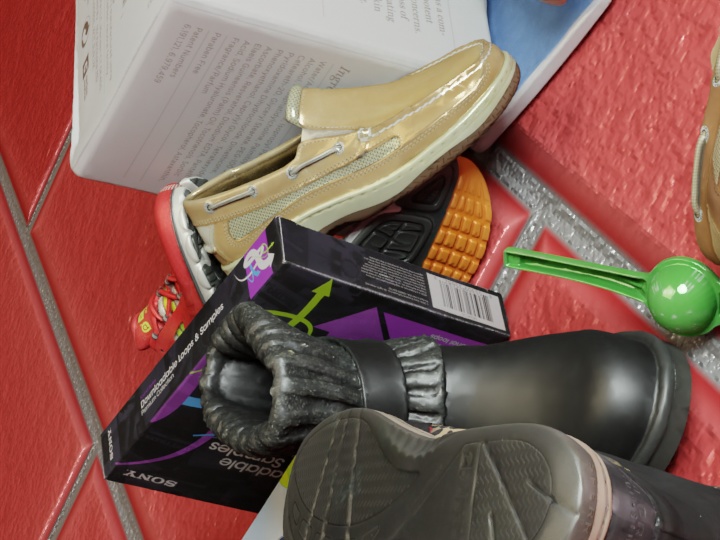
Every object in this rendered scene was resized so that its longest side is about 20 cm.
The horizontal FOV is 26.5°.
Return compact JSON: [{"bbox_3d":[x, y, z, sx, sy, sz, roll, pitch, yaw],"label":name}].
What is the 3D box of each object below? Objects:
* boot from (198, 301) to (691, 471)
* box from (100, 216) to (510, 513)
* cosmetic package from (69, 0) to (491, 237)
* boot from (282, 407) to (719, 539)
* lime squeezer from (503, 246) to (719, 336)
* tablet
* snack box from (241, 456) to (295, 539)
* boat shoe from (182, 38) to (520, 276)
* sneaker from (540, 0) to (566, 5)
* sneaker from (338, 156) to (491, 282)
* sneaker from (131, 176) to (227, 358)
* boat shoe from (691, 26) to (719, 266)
[{"bbox_3d":[0.031,0.059,0.703,0.211,0.157,0.080,-20,56,55],"label":"boot"},{"bbox_3d":[-0.034,0.064,0.830,0.200,0.142,0.036,-48,37,37],"label":"box"},{"bbox_3d":[-0.050,-0.144,0.900,0.166,0.199,0.168,-49,36,46],"label":"cosmetic package"},{"bbox_3d":[0.071,0.104,0.613,0.200,0.150,0.074,-15,62,55],"label":"boot"},{"bbox_3d":[0.133,0.025,0.644,0.070,0.038,0.200,-28,29,-9],"label":"lime squeezer"},{"bbox_3d":[0.085,-0.176,0.900,0.130,0.014,0.201,-50,36,33],"label":"tablet"},{"bbox_3d":[-0.008,0.199,0.782,0.169,0.067,0.200,-57,32,24],"label":"snack box"},{"bbox_3d":[-0.011,-0.068,0.810,0.200,0.076,0.072,-35,16,17],"label":"boat shoe"},{"bbox_3d":[0.065,-0.209,0.834,0.201,0.087,0.076,-102,17,-48],"label":"sneaker"},{"bbox_3d":[0.000,0.000,0.885,0.200,0.075,0.092,-52,29,28],"label":"sneaker"},{"bbox_3d":[-0.101,0.027,0.926,0.201,0.084,0.077,77,-164,-47],"label":"sneaker"},{"bbox_3d":[0.176,-0.093,0.630,0.074,0.075,0.201,-1,72,63],"label":"boat shoe"}]
